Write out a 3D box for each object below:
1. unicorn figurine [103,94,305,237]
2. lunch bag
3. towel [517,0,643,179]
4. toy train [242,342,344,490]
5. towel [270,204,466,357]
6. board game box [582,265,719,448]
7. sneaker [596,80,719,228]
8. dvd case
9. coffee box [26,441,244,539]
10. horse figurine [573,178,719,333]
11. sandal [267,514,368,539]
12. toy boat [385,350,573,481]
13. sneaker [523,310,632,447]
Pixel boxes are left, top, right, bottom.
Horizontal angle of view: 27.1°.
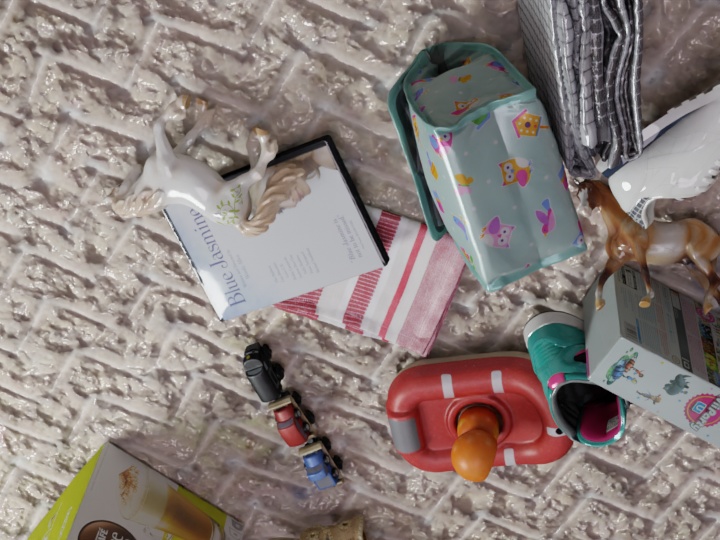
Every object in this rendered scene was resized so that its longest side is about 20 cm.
[{"bbox_3d":[-0.163,-0.093,1.435,0.199,0.074,0.139,27,98,22],"label":"unicorn figurine"},{"bbox_3d":[0.104,-0.102,1.340,0.121,0.200,0.172,-23,117,-5],"label":"lunch bag"},{"bbox_3d":[0.192,-0.201,1.283,0.084,0.166,0.202,-12,122,0],"label":"towel"},{"bbox_3d":[-0.071,0.164,1.610,0.034,0.046,0.201,-21,117,19],"label":"toy train"},{"bbox_3d":[0.000,0.000,1.515,0.198,0.023,0.145,18,121,-4],"label":"towel"},{"bbox_3d":[0.317,0.089,1.455,0.198,0.148,0.065,26,121,-9],"label":"board game box"},{"bbox_3d":[0.311,-0.118,1.359,0.199,0.076,0.081,-36,83,36],"label":"sneaker"},{"bbox_3d":[-0.087,-0.039,1.485,0.198,0.018,0.144,-18,111,23],"label":"dvd case"},{"bbox_3d":[-0.276,0.358,1.665,0.197,0.200,0.200,34,120,-14],"label":"coffee box"},{"bbox_3d":[0.295,-0.012,1.425,0.197,0.134,0.050,9,144,-8],"label":"horse figurine"},{"bbox_3d":[-0.001,0.310,1.690,0.209,0.078,0.070,19,102,-12],"label":"sandal"},{"bbox_3d":[0.123,0.165,1.536,0.197,0.131,0.132,-7,121,11],"label":"toy boat"},{"bbox_3d":[0.254,0.124,1.483,0.198,0.122,0.084,22,130,-23],"label":"sneaker"}]
